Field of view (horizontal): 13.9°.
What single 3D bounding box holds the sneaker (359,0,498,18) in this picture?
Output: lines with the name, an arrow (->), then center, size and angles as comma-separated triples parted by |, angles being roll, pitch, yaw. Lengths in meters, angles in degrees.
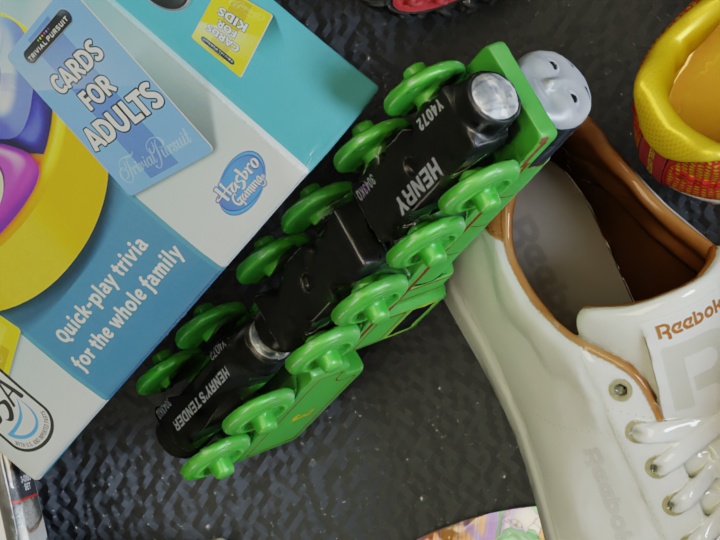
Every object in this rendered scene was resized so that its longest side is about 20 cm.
sneaker -> 0.049, -0.164, 0.824 | 0.096, 0.079, 0.200 | 41, 101, 32

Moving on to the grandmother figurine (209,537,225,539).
grandmother figurine -> -0.139, 0.120, 0.886 | 0.200, 0.061, 0.122 | 0, 65, 19

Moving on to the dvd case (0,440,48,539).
dvd case -> -0.140, 0.159, 0.848 | 0.146, 0.022, 0.200 | -14, 91, 17

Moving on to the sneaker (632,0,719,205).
sneaker -> 0.157, -0.088, 0.779 | 0.200, 0.077, 0.073 | -44, 80, 2

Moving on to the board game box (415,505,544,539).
board game box -> 0.055, 0.169, 0.837 | 0.158, 0.039, 0.200 | -39, 81, 13

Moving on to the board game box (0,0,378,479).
board game box -> -0.117, -0.058, 0.778 | 0.200, 0.047, 0.151 | 41, 131, -3

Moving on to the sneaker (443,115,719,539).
sneaker -> 0.083, 0.048, 0.794 | 0.073, 0.085, 0.200 | -30, 83, -20

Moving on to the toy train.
toy train -> 0.000, 0.000, 0.793 | 0.042, 0.056, 0.200 | 61, 142, 14
